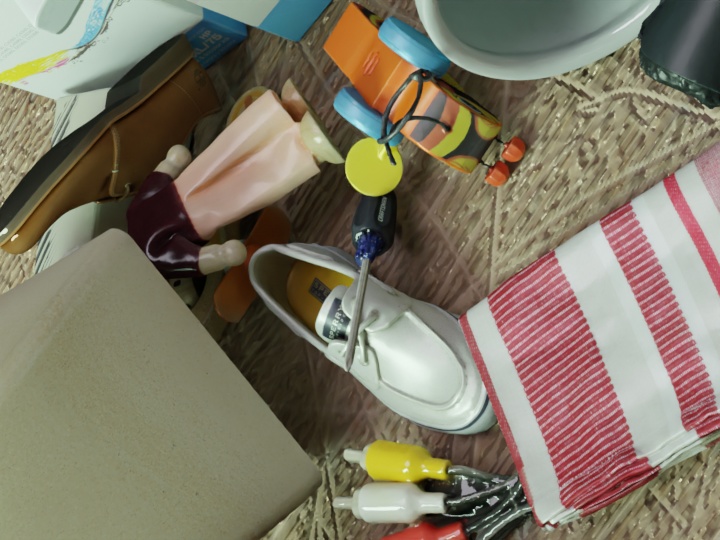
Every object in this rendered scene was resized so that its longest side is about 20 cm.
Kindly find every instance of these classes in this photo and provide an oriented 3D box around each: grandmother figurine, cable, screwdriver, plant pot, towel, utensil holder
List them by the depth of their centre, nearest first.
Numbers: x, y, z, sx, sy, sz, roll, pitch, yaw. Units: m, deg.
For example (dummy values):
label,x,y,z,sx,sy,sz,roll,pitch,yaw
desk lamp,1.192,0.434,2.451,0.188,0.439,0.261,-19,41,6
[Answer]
label,x,y,z,sx,sy,sz,roll,pitch,yaw
towel,0.151,0.031,0.950,0.199,0.023,0.145,-34,57,22
cable,0.070,0.131,1.008,0.199,0.050,0.098,-18,73,40
utensil holder,0.080,-0.237,1.009,0.170,0.169,0.201,-44,50,28
screwdriver,0.000,0.000,1.047,0.028,0.029,0.200,-29,18,21
plant pot,-0.182,0.127,1.083,0.201,0.177,0.199,52,142,-11
grandmother figurine,-0.109,-0.040,1.138,0.199,0.061,0.122,-36,33,5

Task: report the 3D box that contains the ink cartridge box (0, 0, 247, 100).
label,x,y,z,sx,sy,sz,roll,pitch,yaw
ink cartridge box,-0.205,-0.220,1.260,0.145,0.199,0.148,-27,62,36

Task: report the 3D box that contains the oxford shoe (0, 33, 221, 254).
label,x,y,z,sx,sy,sz,roll,pitch,yaw
oxford shoe,-0.164,-0.070,1.196,0.200,0.072,0.071,-45,20,-25

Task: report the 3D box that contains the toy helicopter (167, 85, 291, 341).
label,x,y,z,sx,sy,sz,roll,pitch,yaw
toy helicopter,-0.092,-0.029,1.195,0.132,0.079,0.202,8,73,51

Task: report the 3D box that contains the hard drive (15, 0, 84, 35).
label,x,y,z,sx,sy,sz,roll,pitch,yaw
hard drive,-0.197,-0.251,1.100,0.133,0.026,0.200,-56,47,18

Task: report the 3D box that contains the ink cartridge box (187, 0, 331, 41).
label,x,y,z,sx,sy,sz,roll,pitch,yaw
ink cartridge box,-0.097,-0.259,1.163,0.125,0.199,0.129,-46,52,26

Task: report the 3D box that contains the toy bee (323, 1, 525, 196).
label,x,y,z,sx,sy,sz,roll,pitch,yaw
toy bee,0.039,-0.090,1.073,0.131,0.108,0.201,-46,26,33

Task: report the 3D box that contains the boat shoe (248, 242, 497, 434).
label,x,y,z,sx,sy,sz,roll,pitch,yaw
boat shoe,0.004,0.035,1.081,0.200,0.069,0.071,37,107,41

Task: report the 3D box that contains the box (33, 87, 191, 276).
label,x,y,z,sx,sy,sz,roll,pitch,yaw
box,-0.178,-0.020,1.269,0.068,0.082,0.203,-3,76,45

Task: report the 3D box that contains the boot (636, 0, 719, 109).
label,x,y,z,sx,sy,sz,roll,pitch,yaw
boot,0.204,-0.157,0.877,0.169,0.076,0.200,-64,2,11
